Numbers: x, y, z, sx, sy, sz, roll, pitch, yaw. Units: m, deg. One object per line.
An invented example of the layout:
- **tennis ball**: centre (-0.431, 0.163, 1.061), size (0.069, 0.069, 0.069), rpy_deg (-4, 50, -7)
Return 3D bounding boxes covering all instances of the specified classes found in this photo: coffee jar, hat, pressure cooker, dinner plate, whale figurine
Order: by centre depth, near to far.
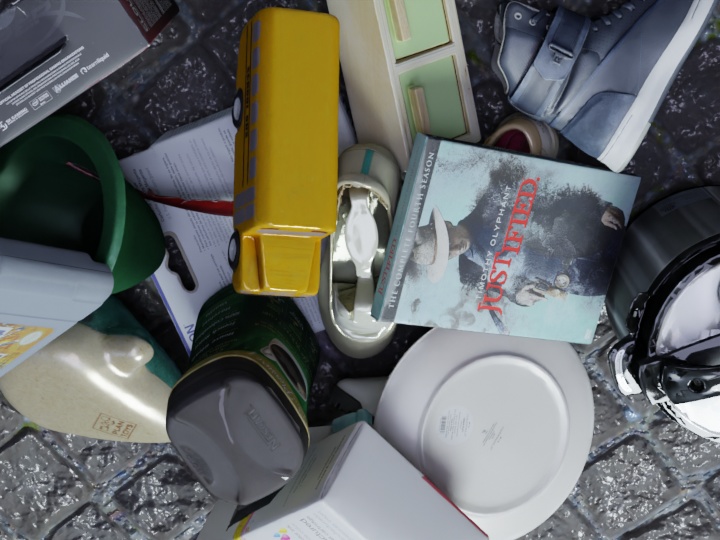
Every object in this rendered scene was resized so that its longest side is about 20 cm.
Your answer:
- **coffee jar**: centre (-0.085, 0.087, 0.979), size (0.085, 0.200, 0.104), rpy_deg (-31, 107, 12)
- **pressure cooker**: centre (0.286, 0.038, 1.010), size (0.178, 0.200, 0.176), rpy_deg (28, 105, -11)
- **hat**: centre (-0.176, -0.024, 1.034), size (0.176, 0.200, 0.166), rpy_deg (9, 103, -51)
- **dinner plate**: centre (0.106, 0.131, 1.050), size (0.199, 0.024, 0.201), rpy_deg (-3, 98, -19)
- **whale figurine**: centre (-0.195, 0.082, 1.065), size (0.199, 0.104, 0.159), rpy_deg (23, 140, -10)

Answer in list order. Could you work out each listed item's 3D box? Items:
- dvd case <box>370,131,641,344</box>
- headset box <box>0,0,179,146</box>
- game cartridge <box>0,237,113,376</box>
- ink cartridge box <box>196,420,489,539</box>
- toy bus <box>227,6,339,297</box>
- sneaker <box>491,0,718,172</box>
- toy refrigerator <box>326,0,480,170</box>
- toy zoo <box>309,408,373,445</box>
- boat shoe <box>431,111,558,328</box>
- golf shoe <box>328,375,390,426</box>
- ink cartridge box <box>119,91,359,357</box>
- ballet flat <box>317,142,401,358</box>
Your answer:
- **dvd case**: centre (0.114, -0.020, 1.001), size (0.199, 0.022, 0.147), rpy_deg (8, 105, -26)
- **headset box**: centre (-0.219, -0.164, 0.932), size (0.148, 0.200, 0.075), rpy_deg (-32, 106, 9)
- **game cartridge**: centre (-0.282, 0.046, 0.895), size (0.200, 0.133, 0.042), rpy_deg (-33, 74, 22)
- **ink cartridge box**: centre (-0.020, 0.219, 1.030), size (0.148, 0.086, 0.200), rpy_deg (42, 137, -13)
- **toy bus**: centre (-0.055, -0.083, 0.955), size (0.065, 0.078, 0.201), rpy_deg (4, 82, -21)
- **sneaker**: centre (0.185, -0.198, 0.994), size (0.146, 0.077, 0.203), rpy_deg (29, 91, 3)
- **toy refrigerator**: centre (0.029, -0.184, 0.983), size (0.076, 0.070, 0.201), rpy_deg (-24, 112, -30)
- **toy zoo**: centre (-0.004, 0.186, 1.102), size (0.131, 0.021, 0.200), rpy_deg (4, 136, -3)
- **boat shoe**: centre (0.095, -0.033, 1.042), size (0.074, 0.069, 0.201), rpy_deg (23, 104, 17)
- **golf shoe**: centre (0.073, 0.095, 1.100), size (0.199, 0.078, 0.095), rpy_deg (7, 98, -11)
- **ink cartridge box**: centre (-0.079, -0.037, 1.062), size (0.199, 0.043, 0.197), rpy_deg (-19, 108, 9)
- **ballet flat**: centre (0.000, 0.000, 1.004), size (0.069, 0.070, 0.201), rpy_deg (-2, 123, 0)
